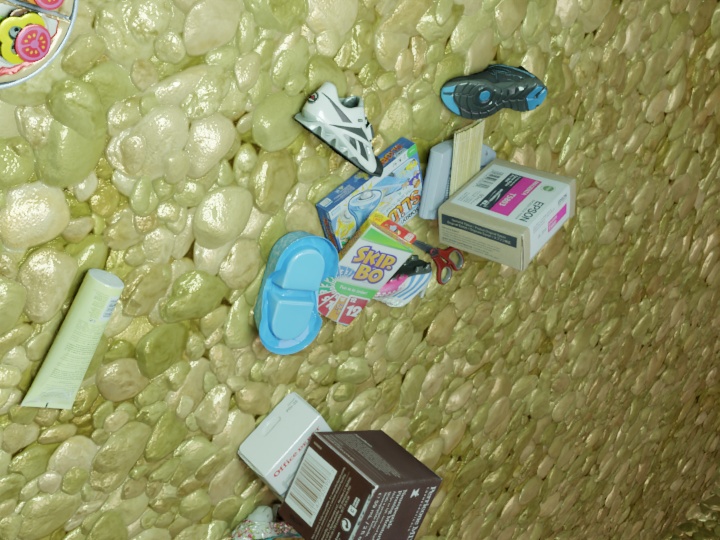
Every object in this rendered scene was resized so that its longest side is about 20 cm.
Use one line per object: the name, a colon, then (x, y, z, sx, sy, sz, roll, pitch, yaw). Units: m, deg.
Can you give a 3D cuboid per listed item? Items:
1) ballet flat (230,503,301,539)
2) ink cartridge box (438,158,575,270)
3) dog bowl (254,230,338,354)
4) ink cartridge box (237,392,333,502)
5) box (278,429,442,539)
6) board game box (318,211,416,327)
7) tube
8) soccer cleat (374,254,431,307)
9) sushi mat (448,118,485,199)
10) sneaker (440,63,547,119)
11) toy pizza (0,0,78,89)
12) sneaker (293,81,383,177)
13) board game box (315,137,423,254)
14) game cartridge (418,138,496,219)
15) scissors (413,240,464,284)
ballet flat: (-0.165, 0.460, 1.651, 0.199, 0.075, 0.065, 16, 72, -55)
ink cartridge box: (0.249, -0.101, 1.526, 0.200, 0.163, 0.076, -41, 138, -40)
dog bowl: (-0.106, 0.031, 1.415, 0.110, 0.050, 0.203, 5, 111, -34)
ink cartridge box: (-0.109, 0.333, 1.600, 0.147, 0.082, 0.201, -46, 140, -15)
box: (0.000, 0.388, 1.555, 0.199, 0.163, 0.168, 10, 107, -51)
board game box: (0.000, 0.000, 1.466, 0.095, 0.030, 0.201, 28, 113, -29)
tube: (-0.375, 0.095, 1.186, 0.057, 0.052, 0.202, 25, 101, -10)
soccer cleat: (0.053, 0.034, 1.588, 0.198, 0.070, 0.088, -14, 124, -42)
sushi mat: (0.179, -0.153, 1.557, 0.095, 0.012, 0.203, -31, 132, -48)
sneaker: (0.219, -0.310, 1.546, 0.197, 0.082, 0.074, -5, 136, -24)
toy pizza: (-0.380, -0.283, 0.935, 0.199, 0.032, 0.203, -27, 132, -34)
sneaker: (-0.009, -0.210, 1.354, 0.089, 0.074, 0.199, -56, 142, 0)
board game box: (0.022, -0.108, 1.487, 0.199, 0.034, 0.136, -40, 139, -23)
game cartridge: (0.172, -0.163, 1.586, 0.199, 0.041, 0.135, -11, 120, -54)
scissors: (0.141, -0.039, 1.683, 0.073, 0.014, 0.200, -50, 140, -6)
